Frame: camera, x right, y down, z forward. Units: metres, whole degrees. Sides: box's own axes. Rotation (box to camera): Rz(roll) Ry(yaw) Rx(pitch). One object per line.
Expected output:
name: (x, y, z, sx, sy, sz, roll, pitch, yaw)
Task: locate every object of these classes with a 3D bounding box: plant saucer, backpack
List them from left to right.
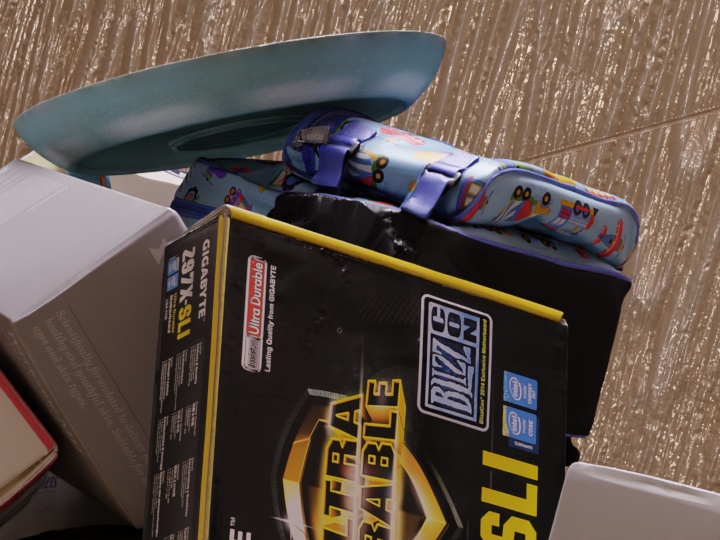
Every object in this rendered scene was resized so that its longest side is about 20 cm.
plant saucer: (-0.057, -0.072, 1.319, 0.200, 0.027, 0.200, -11, -5, -1)
backpack: (0.000, 0.000, 1.306, 0.200, 0.135, 0.183, 18, 2, 39)

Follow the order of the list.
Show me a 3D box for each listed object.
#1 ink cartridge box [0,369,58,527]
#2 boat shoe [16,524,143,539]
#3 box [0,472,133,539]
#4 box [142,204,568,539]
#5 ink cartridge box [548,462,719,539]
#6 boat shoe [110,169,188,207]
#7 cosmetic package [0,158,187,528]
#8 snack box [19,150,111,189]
ink cartridge box: (-0.205, 0.055, 1.208, 0.147, 0.083, 0.200, 52, -15, 2)
boat shoe: (-0.088, 0.138, 1.134, 0.200, 0.074, 0.076, -7, 3, 24)
box: (-0.044, 0.130, 1.343, 0.200, 0.105, 0.184, 18, -14, -28)
box: (0.000, 0.094, 1.064, 0.160, 0.200, 0.049, 19, -28, -31)
ink cartridge box: (0.147, 0.162, 1.059, 0.083, 0.147, 0.200, 11, -6, 45)
boat shoe: (-0.080, -0.014, 1.550, 0.093, 0.075, 0.200, 9, 19, -41)
cosmetic package: (-0.118, 0.025, 1.203, 0.107, 0.090, 0.200, 60, -14, -18)
snack box: (-0.199, 0.032, 1.392, 0.200, 0.116, 0.037, -31, -39, 21)
